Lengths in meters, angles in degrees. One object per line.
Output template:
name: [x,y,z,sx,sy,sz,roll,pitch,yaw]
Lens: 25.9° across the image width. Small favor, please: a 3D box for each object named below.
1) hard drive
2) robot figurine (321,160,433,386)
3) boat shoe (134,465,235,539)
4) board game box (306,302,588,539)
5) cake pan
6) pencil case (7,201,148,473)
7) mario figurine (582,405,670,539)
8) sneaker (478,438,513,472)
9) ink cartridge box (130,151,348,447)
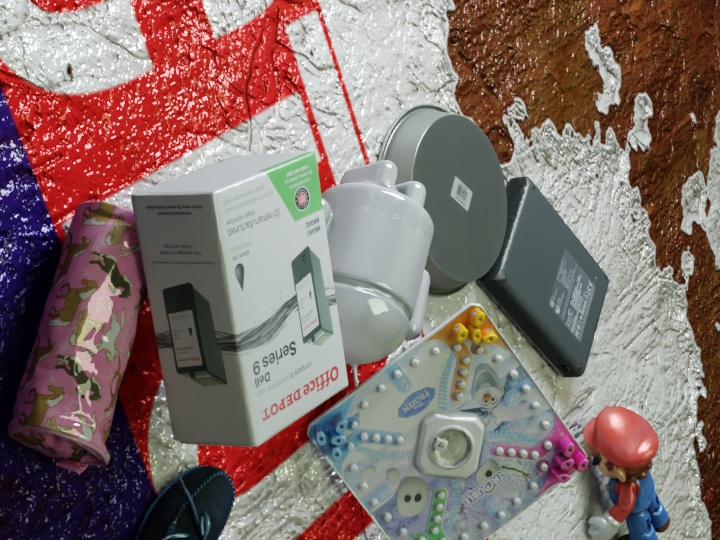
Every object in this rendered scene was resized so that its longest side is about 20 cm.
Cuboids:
hard drive: [0.209,0.009,1.759,0.200,0.033,0.140,46,52,-39]
robot figurine: [0.000,0.000,1.430,0.169,0.113,0.201,30,62,-32]
boat shoe: [-0.146,0.243,1.255,0.084,0.068,0.200,54,47,-33]
board game box: [0.085,0.165,1.459,0.200,0.026,0.200,-37,106,-1]
cake pan: [0.089,-0.074,1.613,0.200,0.037,0.201,8,79,-51]
pencil case: [-0.205,0.048,1.192,0.086,0.083,0.201,29,63,-34]
mario figurine: [0.301,0.239,1.839,0.124,0.106,0.201,-103,175,-57]
sneaker: [0.101,0.162,1.589,0.200,0.108,0.070,-68,141,-75]
ink cartridge box: [-0.089,0.020,1.224,0.146,0.084,0.201,-29,114,-55]
